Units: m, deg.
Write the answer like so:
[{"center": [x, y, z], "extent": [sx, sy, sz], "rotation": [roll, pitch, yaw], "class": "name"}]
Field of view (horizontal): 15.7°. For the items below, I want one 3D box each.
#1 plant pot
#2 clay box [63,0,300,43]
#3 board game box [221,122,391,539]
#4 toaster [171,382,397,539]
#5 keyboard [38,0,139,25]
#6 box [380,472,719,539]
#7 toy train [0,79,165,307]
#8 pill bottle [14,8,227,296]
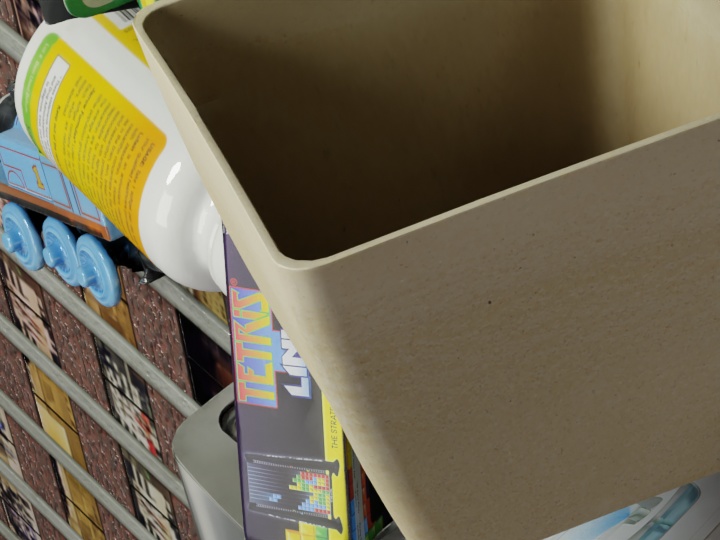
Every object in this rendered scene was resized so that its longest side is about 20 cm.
[{"center": [0.053, -0.012, 0.965], "extent": [0.200, 0.199, 0.178], "rotation": [-123, 16, -53], "class": "plant pot"}, {"center": [-0.023, -0.157, 0.992], "extent": [0.115, 0.199, 0.048], "rotation": [79, 166, -44], "class": "clay box"}, {"center": [0.000, 0.000, 1.141], "extent": [0.056, 0.165, 0.201], "rotation": [7, 116, 21], "class": "board game box"}, {"center": [0.018, 0.118, 1.286], "extent": [0.181, 0.200, 0.119], "rotation": [37, 156, 37], "class": "toaster"}, {"center": [-0.163, -0.217, 1.245], "extent": [0.021, 0.127, 0.201], "rotation": [-14, 94, 36], "class": "keyboard"}, {"center": [0.123, 0.134, 1.101], "extent": [0.176, 0.200, 0.097], "rotation": [19, 137, 55], "class": "box"}, {"center": [-0.162, -0.053, 1.555], "extent": [0.200, 0.086, 0.115], "rotation": [21, 131, 56], "class": "toy train"}, {"center": [-0.083, -0.059, 1.334], "extent": [0.200, 0.111, 0.111], "rotation": [42, 154, 39], "class": "pill bottle"}]
